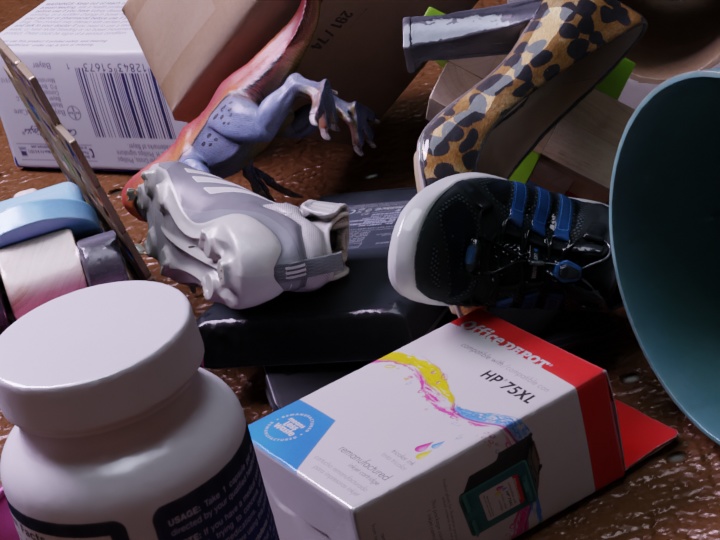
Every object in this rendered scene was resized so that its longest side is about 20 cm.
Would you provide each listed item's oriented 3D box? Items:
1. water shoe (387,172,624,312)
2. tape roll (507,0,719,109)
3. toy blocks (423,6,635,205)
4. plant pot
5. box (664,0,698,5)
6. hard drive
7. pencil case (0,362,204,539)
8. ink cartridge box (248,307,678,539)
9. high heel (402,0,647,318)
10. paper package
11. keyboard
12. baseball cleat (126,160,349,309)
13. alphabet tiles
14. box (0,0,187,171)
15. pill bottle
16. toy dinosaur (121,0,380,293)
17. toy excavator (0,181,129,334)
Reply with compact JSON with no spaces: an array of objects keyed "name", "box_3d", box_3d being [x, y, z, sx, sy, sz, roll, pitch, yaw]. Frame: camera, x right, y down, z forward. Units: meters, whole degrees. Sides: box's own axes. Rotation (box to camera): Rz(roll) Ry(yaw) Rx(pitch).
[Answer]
[{"name":"water shoe","box_3d":[0.102,-0.013,1.217,0.200,0.072,0.079,-3,13,-45]},{"name":"tape roll","box_3d":[0.205,-0.202,1.501,0.202,0.203,0.139,-6,28,16]},{"name":"toy blocks","box_3d":[0.119,-0.084,1.400,0.200,0.100,0.137,27,-5,3]},{"name":"plant pot","box_3d":[0.250,-0.019,1.146,0.161,0.201,0.200,-16,25,-29]},{"name":"box","box_3d":[0.235,-0.217,1.684,0.158,0.048,0.200,-6,28,17]},{"name":"hard drive","box_3d":[0.000,0.000,1.356,0.139,0.033,0.200,-4,22,25]},{"name":"pencil case","box_3d":[-0.140,0.090,1.220,0.090,0.094,0.200,-8,26,12]},{"name":"ink cartridge box","box_3d":[0.053,0.086,1.164,0.200,0.067,0.116,-27,29,-25]},{"name":"high heel","box_3d":[0.102,-0.068,1.282,0.142,0.071,0.201,-7,69,5]},{"name":"paper package","box_3d":[-0.029,-0.192,1.516,0.190,0.200,0.104,6,46,-44]},{"name":"keyboard","box_3d":[0.040,0.041,1.306,0.199,0.021,0.127,-14,24,-5]},{"name":"baseball cleat","box_3d":[-0.067,-0.020,1.335,0.106,0.070,0.200,-6,21,-20]},{"name":"alphabet tiles","box_3d":[-0.169,-0.051,1.389,0.006,0.200,0.166,-32,29,-9]},{"name":"box","box_3d":[-0.150,-0.164,1.701,0.183,0.105,0.200,4,32,32]},{"name":"pill bottle","box_3d":[-0.099,0.113,1.035,0.115,0.200,0.116,-10,27,5]},{"name":"toy dinosaur","box_3d":[-0.083,-0.089,1.482,0.181,0.201,0.105,-6,0,28]},{"name":"toy excavator","box_3d":[-0.198,-0.009,1.413,0.100,0.195,0.200,-16,55,-5]}]
